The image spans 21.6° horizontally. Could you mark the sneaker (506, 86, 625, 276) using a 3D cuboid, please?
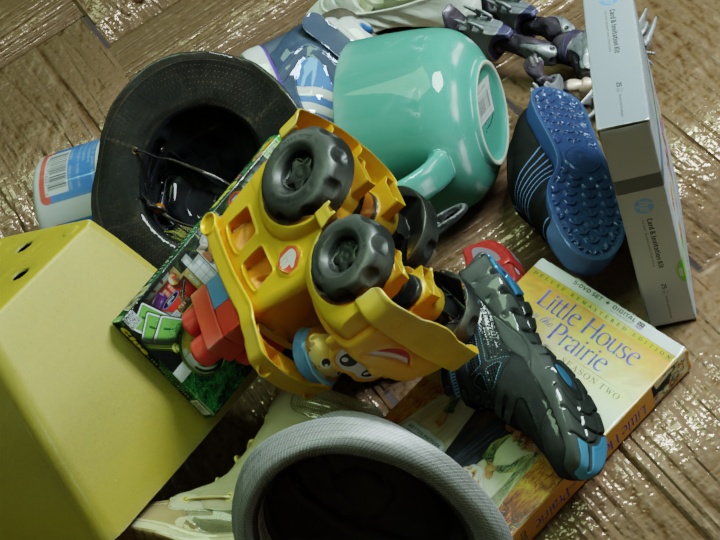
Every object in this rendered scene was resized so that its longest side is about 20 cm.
[{"bbox_3d":[0.158,-0.055,1.483,0.069,0.078,0.201,9,41,-13],"label":"sneaker"}]

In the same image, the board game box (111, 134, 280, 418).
[{"bbox_3d":[-0.089,0.003,1.426,0.200,0.105,0.023,-52,21,-25],"label":"board game box"}]

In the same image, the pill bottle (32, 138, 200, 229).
[{"bbox_3d":[-0.180,-0.074,1.671,0.198,0.113,0.113,-15,42,14],"label":"pill bottle"}]

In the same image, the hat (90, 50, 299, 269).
[{"bbox_3d":[-0.127,-0.078,1.569,0.199,0.202,0.081,-26,-2,4],"label":"hat"}]

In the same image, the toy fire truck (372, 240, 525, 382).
[{"bbox_3d":[0.032,0.016,1.502,0.198,0.049,0.142,-22,40,8],"label":"toy fire truck"}]

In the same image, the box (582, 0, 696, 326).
[{"bbox_3d":[0.205,-0.083,1.385,0.041,0.201,0.157,-10,43,12],"label":"box"}]

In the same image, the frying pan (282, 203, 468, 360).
[{"bbox_3d":[0.000,0.012,1.467,0.189,0.031,0.116,-23,41,13],"label":"frying pan"}]

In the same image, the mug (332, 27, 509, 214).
[{"bbox_3d":[0.056,-0.108,1.546,0.113,0.152,0.187,-7,67,20],"label":"mug"}]

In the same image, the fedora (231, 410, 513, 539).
[{"bbox_3d":[0.011,0.168,1.272,0.178,0.199,0.090,-60,5,26],"label":"fedora"}]

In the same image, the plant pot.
[{"bbox_3d":[-0.236,0.077,1.437,0.199,0.177,0.200,-8,32,45],"label":"plant pot"}]

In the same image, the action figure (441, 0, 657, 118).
[{"bbox_3d":[0.171,-0.197,1.631,0.199,0.070,0.130,21,55,39],"label":"action figure"}]

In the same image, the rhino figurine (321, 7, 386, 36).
[{"bbox_3d":[-0.057,-0.169,1.740,0.200,0.060,0.087,-43,46,-14],"label":"rhino figurine"}]

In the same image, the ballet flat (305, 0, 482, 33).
[{"bbox_3d":[0.023,-0.261,1.784,0.198,0.070,0.070,-1,47,30],"label":"ballet flat"}]

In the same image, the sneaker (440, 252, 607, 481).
[{"bbox_3d":[0.106,0.081,1.324,0.082,0.073,0.201,-38,46,10],"label":"sneaker"}]

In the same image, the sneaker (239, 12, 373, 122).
[{"bbox_3d":[-0.007,-0.133,1.639,0.145,0.081,0.201,-20,68,-14],"label":"sneaker"}]

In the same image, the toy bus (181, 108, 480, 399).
[{"bbox_3d":[-0.036,0.019,1.331,0.192,0.135,0.201,-40,48,15],"label":"toy bus"}]

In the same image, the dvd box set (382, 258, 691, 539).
[{"bbox_3d":[0.121,0.096,1.362,0.200,0.030,0.146,-43,54,-17],"label":"dvd box set"}]

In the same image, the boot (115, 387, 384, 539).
[{"bbox_3d":[-0.089,0.157,1.406,0.198,0.073,0.156,-2,47,27],"label":"boot"}]
